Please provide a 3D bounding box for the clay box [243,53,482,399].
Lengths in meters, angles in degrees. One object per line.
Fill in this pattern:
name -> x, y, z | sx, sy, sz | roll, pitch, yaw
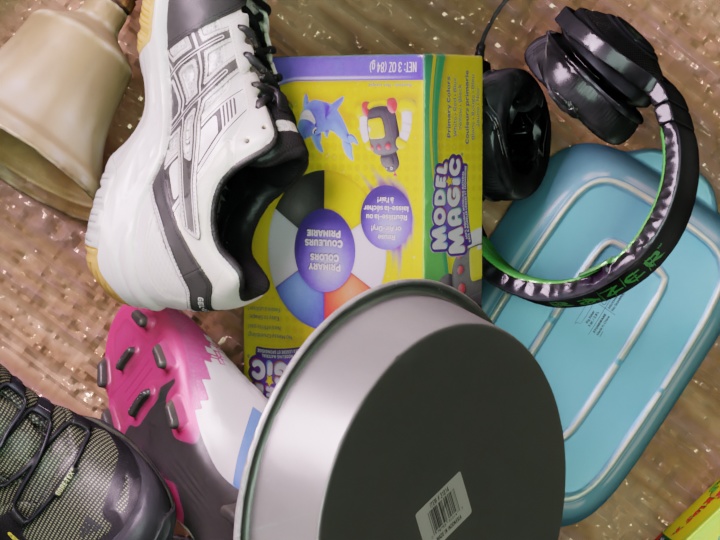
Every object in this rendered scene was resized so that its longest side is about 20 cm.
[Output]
clay box -> 0.000, 0.000, 1.388 | 0.048, 0.115, 0.200 | -2, 93, -48

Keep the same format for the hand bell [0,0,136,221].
hand bell -> -0.112, -0.134, 1.397 | 0.104, 0.104, 0.200 | 33, 76, -6

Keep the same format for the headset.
headset -> 0.078, -0.081, 1.388 | 0.123, 0.094, 0.200 | -28, 66, 22

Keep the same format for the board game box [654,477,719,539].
board game box -> 0.233, 0.186, 1.451 | 0.102, 0.048, 0.200 | -43, 96, -2

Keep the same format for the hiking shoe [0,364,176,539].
hiking shoe -> -0.174, 0.075, 1.345 | 0.200, 0.101, 0.076 | 29, 87, 26

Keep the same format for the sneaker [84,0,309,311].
sneaker -> -0.056, -0.076, 1.362 | 0.088, 0.076, 0.200 | 10, 86, 26

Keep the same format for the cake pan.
cake pan -> 0.024, 0.105, 1.309 | 0.200, 0.037, 0.200 | -14, 109, -48

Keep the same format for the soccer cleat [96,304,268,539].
soccer cleat -> -0.054, 0.092, 1.378 | 0.086, 0.200, 0.070 | 5, 130, -38

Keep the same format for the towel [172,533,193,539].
towel -> -0.052, 0.214, 1.410 | 0.200, 0.086, 0.166 | 13, 87, -7

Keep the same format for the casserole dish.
casserole dish -> 0.105, 0.032, 1.437 | 0.121, 0.039, 0.200 | 33, 89, -7
